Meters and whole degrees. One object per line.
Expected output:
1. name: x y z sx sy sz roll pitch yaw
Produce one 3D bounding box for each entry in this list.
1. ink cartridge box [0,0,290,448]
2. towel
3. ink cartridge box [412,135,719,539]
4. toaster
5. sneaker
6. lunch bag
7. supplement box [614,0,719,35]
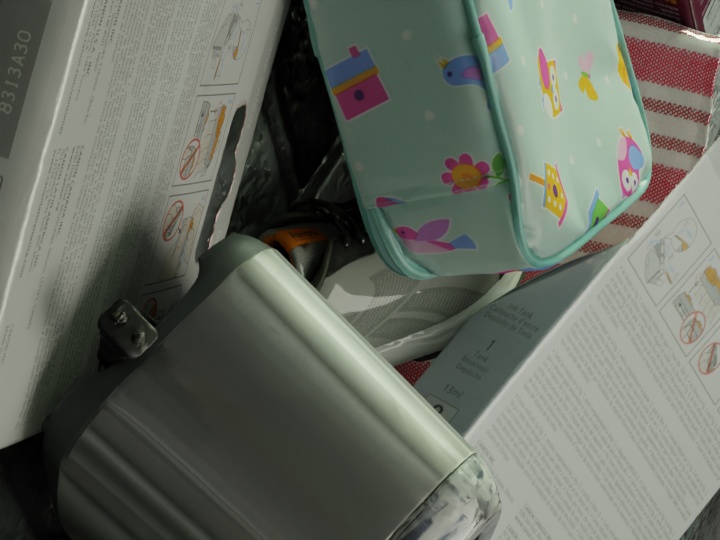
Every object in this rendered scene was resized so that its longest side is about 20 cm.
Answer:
1. ink cartridge box: -0.091 -0.030 0.777 0.200 0.050 0.162 -25 133 -74
2. towel: 0.078 -0.024 1.039 0.030 0.145 0.201 -173 -86 -78
3. ink cartridge box: 0.110 0.053 0.992 0.200 0.057 0.163 -52 135 -16
4. toaster: -0.028 0.076 0.785 0.114 0.129 0.200 -46 169 -17
5. sneaker: 0.000 0.000 0.943 0.200 0.074 0.080 -36 135 -31
6. lunch bag: 0.045 -0.099 0.895 0.160 0.077 0.201 -37 115 -60
7. supplement box: 0.117 -0.176 1.050 0.086 0.110 0.200 -64 160 -12
